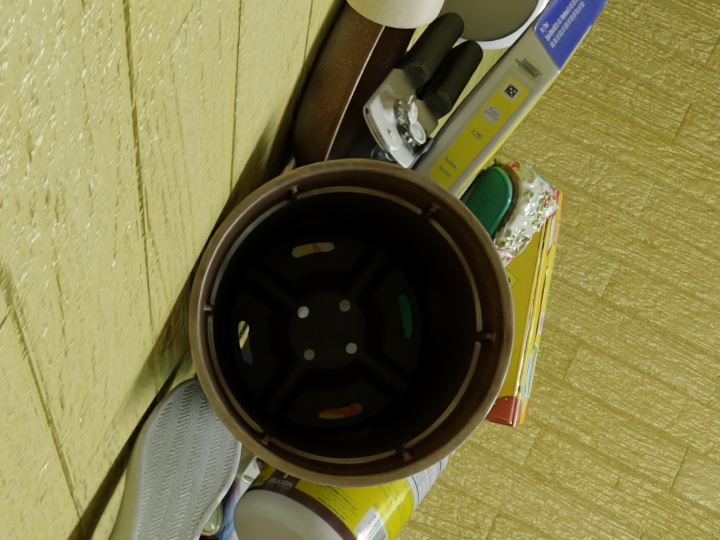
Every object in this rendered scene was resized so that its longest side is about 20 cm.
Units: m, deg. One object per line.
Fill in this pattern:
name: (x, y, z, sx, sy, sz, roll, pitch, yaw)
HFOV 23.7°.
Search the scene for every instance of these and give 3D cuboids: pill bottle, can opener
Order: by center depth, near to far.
can opener: (0.037, -0.128, 1.238, 0.066, 0.053, 0.200, -25, -162, 33)
pill bottle: (0.000, 0.144, 1.292, 0.200, 0.109, 0.109, -50, 169, -35)
pill bottle: (0.109, -0.242, 1.423, 0.114, 0.113, 0.200, -65, 176, 12)

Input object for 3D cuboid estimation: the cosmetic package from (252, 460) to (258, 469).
cosmetic package: (-0.040, 0.083, 1.513, 0.101, 0.071, 0.201, 98, 4, -83)

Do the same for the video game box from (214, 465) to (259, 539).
video game box: (-0.138, 0.270, 1.540, 0.183, 0.047, 0.200, -60, -170, 11)

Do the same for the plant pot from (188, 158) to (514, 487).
plant pot: (-0.016, 0.038, 1.139, 0.201, 0.200, 0.198, -63, -176, -7)

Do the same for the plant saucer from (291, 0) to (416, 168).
plant saucer: (-0.001, -0.143, 1.171, 0.201, 0.037, 0.200, -63, 176, -8)

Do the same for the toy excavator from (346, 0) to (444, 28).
toy excavator: (0.058, -0.225, 1.025, 0.100, 0.199, 0.195, 111, -38, -48)

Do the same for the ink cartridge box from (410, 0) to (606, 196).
ink cartridge box: (0.123, -0.150, 1.248, 0.200, 0.047, 0.198, -48, -178, 29)

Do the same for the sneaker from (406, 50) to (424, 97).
sneaker: (0.005, -0.077, 1.345, 0.201, 0.079, 0.078, -62, 177, 24)

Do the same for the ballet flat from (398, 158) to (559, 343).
ballet flat: (0.076, 0.000, 1.257, 0.064, 0.076, 0.200, 7, 137, -42)

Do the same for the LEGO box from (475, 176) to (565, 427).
LEGO box: (0.082, 0.018, 1.461, 0.077, 0.148, 0.201, -3, 104, -76)

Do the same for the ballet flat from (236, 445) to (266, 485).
ballet flat: (-0.079, 0.132, 1.334, 0.063, 0.069, 0.200, -48, 143, -10)

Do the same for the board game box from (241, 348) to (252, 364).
board game box: (-0.127, 0.159, 1.448, 0.152, 0.036, 0.200, -62, 175, -16)

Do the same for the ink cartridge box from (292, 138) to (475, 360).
ink cartridge box: (0.000, 0.000, 1.329, 0.200, 0.117, 0.067, -54, -136, 31)

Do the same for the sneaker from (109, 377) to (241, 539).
sneaker: (-0.147, 0.171, 1.142, 0.116, 0.073, 0.201, -40, -155, 48)

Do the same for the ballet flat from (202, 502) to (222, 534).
ballet flat: (-0.136, 0.195, 1.259, 0.201, 0.063, 0.069, -64, 174, 0)

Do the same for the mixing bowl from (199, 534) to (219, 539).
mixing bowl: (-0.132, 0.317, 1.336, 0.200, 0.108, 0.200, -43, -159, 22)
